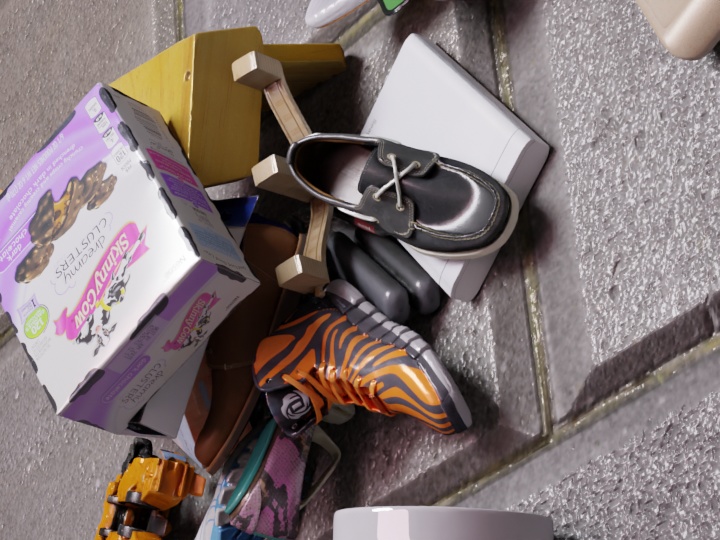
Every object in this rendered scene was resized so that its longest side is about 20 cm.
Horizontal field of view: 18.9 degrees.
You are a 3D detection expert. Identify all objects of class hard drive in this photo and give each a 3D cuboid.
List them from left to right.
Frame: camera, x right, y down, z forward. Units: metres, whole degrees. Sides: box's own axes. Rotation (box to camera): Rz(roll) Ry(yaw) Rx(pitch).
[{"bbox_3d":[0.060,-0.082,1.644,0.133,0.027,0.200,-64,34,17],"label":"hard drive"}]

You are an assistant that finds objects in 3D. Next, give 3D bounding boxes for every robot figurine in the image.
[{"bbox_3d":[-0.182,0.213,1.815,0.200,0.058,0.146,156,129,-74],"label":"robot figurine"}]

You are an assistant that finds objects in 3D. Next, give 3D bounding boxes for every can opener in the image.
[{"bbox_3d":[0.000,0.000,1.695,0.200,0.053,0.067,43,145,53],"label":"can opener"}]

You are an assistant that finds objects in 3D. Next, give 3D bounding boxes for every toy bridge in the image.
[{"bbox_3d":[-0.051,-0.069,1.656,0.027,0.067,0.202,-29,62,32],"label":"toy bridge"}]

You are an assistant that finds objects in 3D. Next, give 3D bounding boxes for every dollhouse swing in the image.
[{"bbox_3d":[-0.118,-0.099,1.786,0.199,0.175,0.184,-22,61,50],"label":"dollhouse swing"}]

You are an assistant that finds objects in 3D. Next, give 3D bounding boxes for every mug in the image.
[{"bbox_3d":[0.075,0.248,1.401,0.198,0.147,0.177,-3,78,24],"label":"mug"}]

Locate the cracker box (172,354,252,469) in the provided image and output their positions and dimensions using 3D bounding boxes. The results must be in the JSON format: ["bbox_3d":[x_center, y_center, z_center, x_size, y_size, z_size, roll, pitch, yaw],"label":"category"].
[{"bbox_3d":[-0.172,0.063,1.830,0.200,0.057,0.135,37,149,52],"label":"cracker box"}]

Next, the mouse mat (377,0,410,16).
[{"bbox_3d":[0.062,-0.282,1.658,0.161,0.008,0.200,-41,27,12],"label":"mouse mat"}]

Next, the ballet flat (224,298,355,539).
[{"bbox_3d":[-0.044,0.119,1.663,0.069,0.071,0.201,-44,24,56],"label":"ballet flat"}]

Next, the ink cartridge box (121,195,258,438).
[{"bbox_3d":[-0.146,0.029,1.669,0.099,0.039,0.202,-6,62,58],"label":"ink cartridge box"}]

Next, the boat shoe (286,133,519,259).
[{"bbox_3d":[0.029,-0.057,1.578,0.199,0.067,0.072,21,90,41],"label":"boat shoe"}]

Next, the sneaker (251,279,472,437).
[{"bbox_3d":[-0.006,0.089,1.578,0.112,0.078,0.200,-36,34,-14],"label":"sneaker"}]

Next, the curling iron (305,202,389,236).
[{"bbox_3d":[-0.023,-0.065,1.715,0.199,0.025,0.050,19,94,57],"label":"curling iron"}]

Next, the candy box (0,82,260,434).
[{"bbox_3d":[-0.188,-0.010,1.616,0.168,0.071,0.201,-46,52,16],"label":"candy box"}]

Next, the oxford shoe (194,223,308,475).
[{"bbox_3d":[-0.098,0.059,1.684,0.071,0.071,0.202,-151,80,-84],"label":"oxford shoe"}]

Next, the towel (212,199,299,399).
[{"bbox_3d":[-0.112,0.020,1.803,0.200,0.049,0.149,22,113,60],"label":"towel"}]

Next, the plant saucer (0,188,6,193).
[{"bbox_3d":[-0.256,0.014,1.817,0.201,0.037,0.201,51,161,25],"label":"plant saucer"}]

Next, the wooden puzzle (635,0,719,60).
[{"bbox_3d":[0.236,-0.265,1.447,0.186,0.046,0.201,-54,43,29],"label":"wooden puzzle"}]

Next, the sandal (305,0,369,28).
[{"bbox_3d":[0.047,-0.239,1.697,0.206,0.059,0.080,-29,31,32],"label":"sandal"}]

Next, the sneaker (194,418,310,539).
[{"bbox_3d":[-0.104,0.208,1.732,0.087,0.074,0.202,31,103,62],"label":"sneaker"}]
